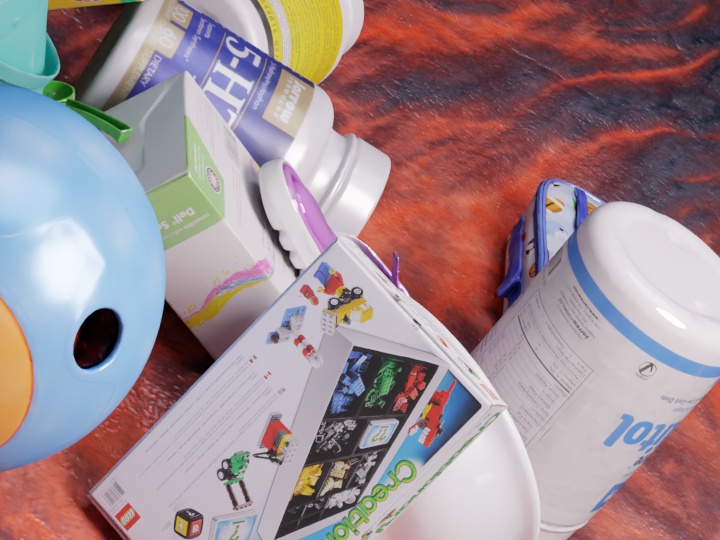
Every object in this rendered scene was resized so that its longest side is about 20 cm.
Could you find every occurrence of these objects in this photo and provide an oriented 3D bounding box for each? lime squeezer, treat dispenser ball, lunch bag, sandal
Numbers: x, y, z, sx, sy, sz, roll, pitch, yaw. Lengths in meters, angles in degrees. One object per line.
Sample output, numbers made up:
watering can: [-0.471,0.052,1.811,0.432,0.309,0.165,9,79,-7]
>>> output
lime squeezer: [-0.205,-0.137,1.476,0.038,0.071,0.200,-24,66,-20]
treat dispenser ball: [-0.200,0.004,1.216,0.201,0.201,0.201,28,30,-18]
lunch bag: [0.177,0.020,1.770,0.160,0.076,0.200,29,28,-13]
sandal: [0.001,0.005,1.493,0.203,0.050,0.083,53,18,-41]

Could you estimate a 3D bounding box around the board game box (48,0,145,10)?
board game box: [-0.200,-0.190,1.549,0.200,0.030,0.096,-1,22,18]

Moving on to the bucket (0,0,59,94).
bucket: [-0.270,-0.162,1.376,0.207,0.135,0.207,3,39,-2]

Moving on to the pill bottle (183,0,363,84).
pill bottle: [-0.076,-0.174,1.718,0.111,0.111,0.200,43,29,9]

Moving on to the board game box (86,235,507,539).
board game box: [-0.035,0.097,1.276,0.126,0.200,0.035,47,9,15]

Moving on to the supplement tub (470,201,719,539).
supplement tub: [0.144,0.066,1.526,0.132,0.200,0.132,28,30,-18]

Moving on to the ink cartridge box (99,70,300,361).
ink cartridge box: [-0.080,-0.010,1.472,0.200,0.067,0.117,53,17,-33]

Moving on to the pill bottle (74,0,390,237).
pill bottle: [-0.086,-0.088,1.570,0.200,0.120,0.120,31,29,-13]

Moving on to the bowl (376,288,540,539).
bowl: [0.002,0.108,1.356,0.090,0.201,0.201,-34,71,-26]
